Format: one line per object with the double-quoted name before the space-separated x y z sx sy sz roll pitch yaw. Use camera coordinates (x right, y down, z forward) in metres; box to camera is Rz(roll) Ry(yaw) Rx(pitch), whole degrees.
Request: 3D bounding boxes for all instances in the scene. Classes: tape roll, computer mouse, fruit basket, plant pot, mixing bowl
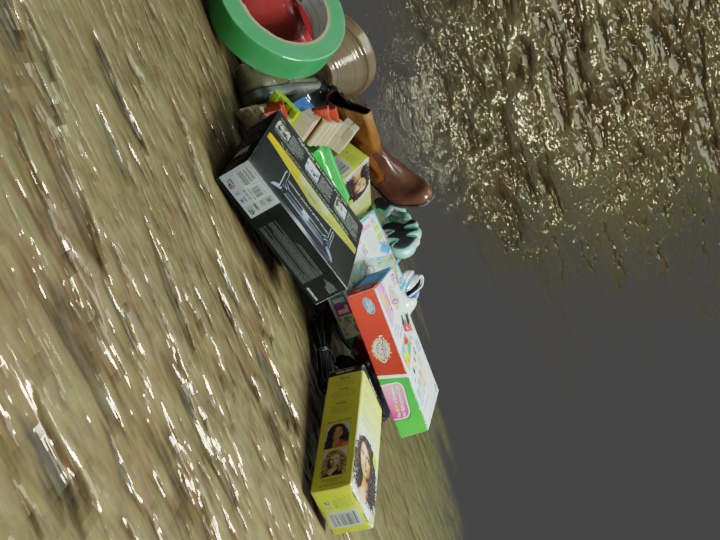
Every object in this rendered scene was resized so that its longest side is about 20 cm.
"tape roll" -0.119 -0.373 1.106 0.200 0.048 0.201 15 61 -28
"computer mouse" -0.023 0.139 1.107 0.200 0.046 0.141 39 36 -53
"fruit basket" -0.090 -0.162 1.223 0.200 0.094 0.185 -124 -170 -60
"plant pot" -0.073 -0.456 1.673 0.093 0.201 0.201 -46 128 -32
"mixing bowl" -0.142 -0.396 1.228 0.200 0.108 0.200 -19 90 -80

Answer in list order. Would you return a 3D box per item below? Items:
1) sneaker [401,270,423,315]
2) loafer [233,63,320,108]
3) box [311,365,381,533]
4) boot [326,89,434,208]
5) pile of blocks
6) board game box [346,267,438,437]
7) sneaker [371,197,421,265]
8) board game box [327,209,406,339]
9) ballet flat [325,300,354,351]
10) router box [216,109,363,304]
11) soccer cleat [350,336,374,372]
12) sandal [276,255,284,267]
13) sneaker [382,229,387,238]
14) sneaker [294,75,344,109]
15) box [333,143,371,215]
"sneaker" 0.044 0.029 1.384 0.200 0.146 0.081 -92 162 -59
"loafer" -0.123 -0.287 1.156 0.070 0.075 0.200 64 23 -5
"box" -0.012 0.206 0.910 0.200 0.050 0.075 -84 156 -57
"boot" 0.038 -0.210 1.323 0.188 0.068 0.200 40 -17 33
"pile of blocks" -0.078 -0.221 1.090 0.200 0.062 0.082 -1 51 -47
"board game box" 0.049 0.106 1.054 0.153 0.040 0.200 -42 112 -75
"sneaker" 0.067 -0.037 1.422 0.200 0.078 0.140 -100 -174 -59
"board game box" 0.000 0.000 1.149 0.135 0.034 0.200 66 27 -10
"ballet flat" -0.033 0.037 1.219 0.200 0.068 0.072 64 -8 -25
"router box" -0.079 -0.081 0.957 0.200 0.052 0.157 54 25 -22
"soccer cleat" 0.032 0.138 1.207 0.085 0.069 0.200 -56 150 -42
"sandal" -0.106 -0.099 1.039 0.082 0.050 0.203 50 24 -66
"sneaker" -0.004 -0.041 1.341 0.200 0.112 0.078 -71 142 -75
"sneaker" -0.072 -0.273 1.387 0.200 0.111 0.077 58 16 -57
"box" -0.022 -0.140 1.388 0.050 0.075 0.200 40 -16 18
